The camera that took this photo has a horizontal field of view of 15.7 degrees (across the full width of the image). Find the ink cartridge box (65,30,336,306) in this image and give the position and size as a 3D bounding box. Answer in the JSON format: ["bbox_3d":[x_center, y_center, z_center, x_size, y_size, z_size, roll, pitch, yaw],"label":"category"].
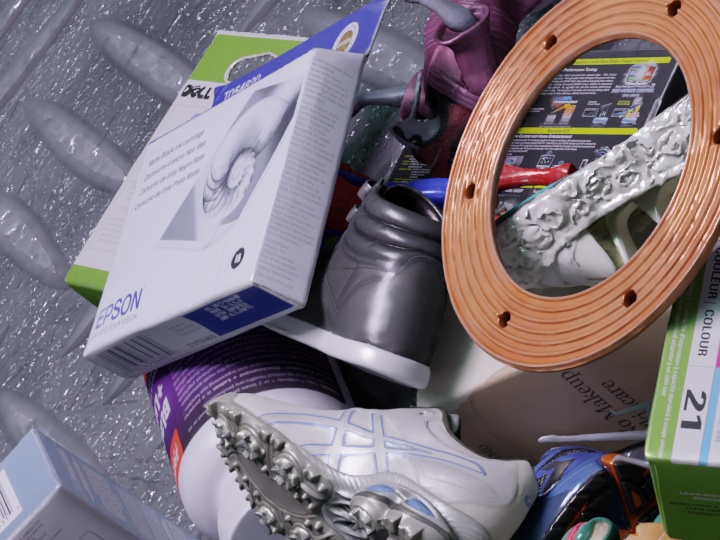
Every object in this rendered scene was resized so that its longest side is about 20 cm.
[{"bbox_3d":[-0.078,-0.049,1.667,0.148,0.076,0.200,11,66,53],"label":"ink cartridge box"}]

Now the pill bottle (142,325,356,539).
[{"bbox_3d":[-0.057,0.092,1.491,0.111,0.111,0.200,-42,35,13],"label":"pill bottle"}]

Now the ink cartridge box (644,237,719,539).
[{"bbox_3d":[0.239,0.047,1.157,0.199,0.076,0.148,4,57,17],"label":"ink cartridge box"}]

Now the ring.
[{"bbox_3d":[0.111,-0.047,1.218,0.200,0.019,0.201,-29,49,40],"label":"ring"}]

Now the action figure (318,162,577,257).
[{"bbox_3d":[0.032,-0.018,1.470,0.200,0.099,0.065,4,57,25],"label":"action figure"}]

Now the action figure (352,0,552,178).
[{"bbox_3d":[0.067,-0.138,1.529,0.134,0.149,0.201,136,144,-68],"label":"action figure"}]

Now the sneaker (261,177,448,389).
[{"bbox_3d":[0.000,0.000,1.408,0.200,0.071,0.099,16,84,66],"label":"sneaker"}]

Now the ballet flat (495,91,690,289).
[{"bbox_3d":[0.135,-0.032,1.274,0.200,0.072,0.072,-35,37,25],"label":"ballet flat"}]

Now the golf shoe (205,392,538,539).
[{"bbox_3d":[0.006,0.103,1.339,0.097,0.078,0.200,-35,41,-28],"label":"golf shoe"}]

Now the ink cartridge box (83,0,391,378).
[{"bbox_3d":[-0.072,-0.052,1.466,0.199,0.041,0.200,-24,45,54],"label":"ink cartridge box"}]

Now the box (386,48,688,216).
[{"bbox_3d":[0.098,-0.050,1.509,0.200,0.044,0.160,3,60,50],"label":"box"}]

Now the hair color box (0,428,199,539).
[{"bbox_3d":[-0.134,0.182,1.417,0.099,0.200,0.061,-46,35,7],"label":"hair color box"}]

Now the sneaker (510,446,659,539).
[{"bbox_3d":[0.070,0.168,1.327,0.200,0.075,0.078,-44,25,-5],"label":"sneaker"}]

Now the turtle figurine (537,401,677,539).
[{"bbox_3d":[0.150,0.140,1.226,0.200,0.101,0.150,9,77,36],"label":"turtle figurine"}]

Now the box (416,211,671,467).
[{"bbox_3d":[0.133,0.033,1.349,0.200,0.095,0.078,-26,42,33],"label":"box"}]
